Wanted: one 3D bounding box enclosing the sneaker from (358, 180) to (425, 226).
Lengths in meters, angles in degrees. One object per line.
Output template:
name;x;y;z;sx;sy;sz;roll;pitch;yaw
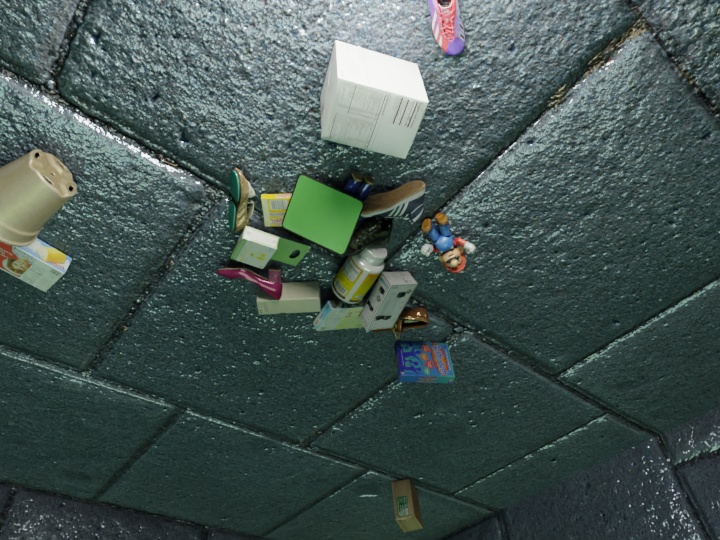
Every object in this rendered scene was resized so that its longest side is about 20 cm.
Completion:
sneaker;0.092;-0.163;1.445;0.198;0.070;0.109;-23;138;-13

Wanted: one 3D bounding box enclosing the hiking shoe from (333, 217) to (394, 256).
hiking shoe;0.009;-0.109;1.475;0.199;0.076;0.101;-21;147;-34

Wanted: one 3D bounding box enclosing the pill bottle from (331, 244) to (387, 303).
pill bottle;0.000;0.000;1.592;0.108;0.110;0.201;18;130;-21

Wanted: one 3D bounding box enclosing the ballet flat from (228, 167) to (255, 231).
ballet flat;-0.318;-0.193;1.423;0.065;0.071;0.201;-15;143;-30

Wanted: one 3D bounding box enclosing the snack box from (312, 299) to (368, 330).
snack box;-0.044;0.144;1.726;0.199;0.037;0.116;0;139;-39

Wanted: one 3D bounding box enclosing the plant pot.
plant pot;-0.817;-0.192;1.298;0.183;0.201;0.201;-31;130;8

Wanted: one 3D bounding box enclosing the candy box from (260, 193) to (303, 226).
candy box;-0.173;-0.170;1.471;0.198;0.027;0.103;-2;138;-4

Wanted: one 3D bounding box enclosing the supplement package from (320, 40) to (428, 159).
supplement package;0.022;-0.379;1.175;0.198;0.192;0.148;11;133;-14

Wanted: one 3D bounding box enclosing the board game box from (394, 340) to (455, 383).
board game box;0.228;0.329;1.897;0.198;0.153;0.045;4;133;-9

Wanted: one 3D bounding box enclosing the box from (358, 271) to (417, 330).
box;0.085;0.098;1.686;0.116;0.060;0.201;-3;132;-36

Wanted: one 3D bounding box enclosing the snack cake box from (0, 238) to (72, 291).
snack cake box;-0.952;-0.037;1.500;0.115;0.068;0.200;-31;128;25

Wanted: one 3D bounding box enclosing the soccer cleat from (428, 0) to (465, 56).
soccer cleat;0.181;-0.541;1.117;0.068;0.074;0.201;-17;133;11

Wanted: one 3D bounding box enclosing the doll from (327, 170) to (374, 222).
doll;-0.029;-0.171;1.451;0.135;0.049;0.201;11;127;-31

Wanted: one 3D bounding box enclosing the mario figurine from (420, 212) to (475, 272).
mario figurine;0.259;-0.065;1.552;0.123;0.106;0.201;1;137;45

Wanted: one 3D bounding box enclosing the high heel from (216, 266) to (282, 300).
high heel;-0.337;0.040;1.598;0.198;0.067;0.097;4;96;-1

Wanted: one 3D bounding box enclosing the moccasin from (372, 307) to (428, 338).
moccasin;0.134;0.182;1.799;0.199;0.078;0.074;-6;134;1

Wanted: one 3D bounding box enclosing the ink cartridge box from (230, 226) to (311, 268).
ink cartridge box;-0.261;-0.051;1.533;0.198;0.048;0.145;19;150;-20

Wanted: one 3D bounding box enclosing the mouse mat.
mouse mat;-0.103;-0.149;1.414;0.198;0.008;0.162;25;106;7

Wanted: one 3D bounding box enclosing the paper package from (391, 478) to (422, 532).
paper package;0.236;1.200;2.697;0.102;0.201;0.191;-17;132;10

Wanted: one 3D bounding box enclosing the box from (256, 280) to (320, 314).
box;-0.226;0.086;1.675;0.198;0.083;0.069;-1;133;-2
